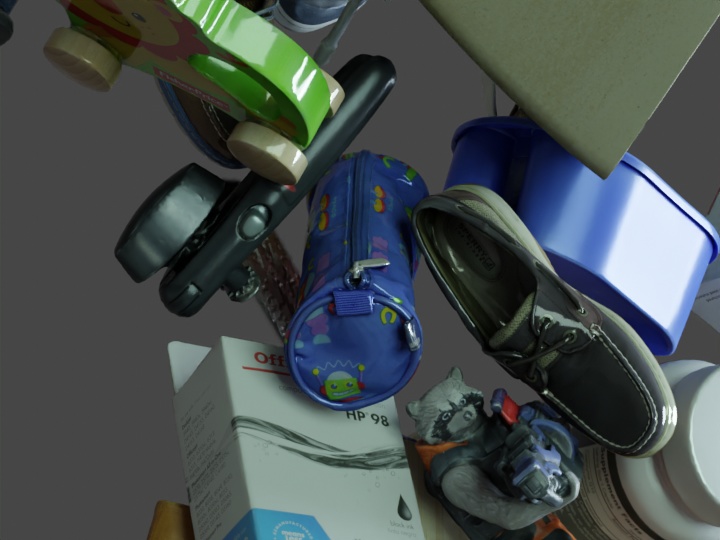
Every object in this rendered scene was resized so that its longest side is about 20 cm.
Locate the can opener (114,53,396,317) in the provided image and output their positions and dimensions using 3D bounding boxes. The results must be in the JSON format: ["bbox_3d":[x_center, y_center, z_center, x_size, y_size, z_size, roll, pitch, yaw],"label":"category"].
[{"bbox_3d":[-0.052,-0.053,1.687,0.200,0.063,0.079,-43,115,-2],"label":"can opener"}]

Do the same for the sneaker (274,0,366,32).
[{"bbox_3d":[0.035,-0.229,1.765,0.202,0.146,0.077,-42,102,-29],"label":"sneaker"}]

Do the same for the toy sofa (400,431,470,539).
[{"bbox_3d":[0.041,0.196,1.707,0.097,0.083,0.201,6,76,-25],"label":"toy sofa"}]

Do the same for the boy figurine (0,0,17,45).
[{"bbox_3d":[-0.215,-0.234,1.667,0.124,0.064,0.201,23,67,-24],"label":"boy figurine"}]

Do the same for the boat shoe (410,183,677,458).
[{"bbox_3d":[0.098,0.031,1.639,0.200,0.072,0.065,51,27,16],"label":"boat shoe"}]

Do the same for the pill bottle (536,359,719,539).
[{"bbox_3d":[0.179,0.116,1.736,0.114,0.200,0.114,7,75,-29],"label":"pill bottle"}]

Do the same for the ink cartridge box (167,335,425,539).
[{"bbox_3d":[-0.038,0.111,1.643,0.116,0.067,0.200,11,48,-29],"label":"ink cartridge box"}]

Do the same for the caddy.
[{"bbox_3d":[0.134,-0.028,1.765,0.200,0.141,0.105,37,65,-43],"label":"caddy"}]

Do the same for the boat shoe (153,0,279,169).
[{"bbox_3d":[-0.089,-0.162,1.718,0.072,0.072,0.201,-15,87,-32],"label":"boat shoe"}]

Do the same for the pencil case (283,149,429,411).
[{"bbox_3d":[0.000,0.000,1.671,0.078,0.200,0.087,5,119,0],"label":"pencil case"}]

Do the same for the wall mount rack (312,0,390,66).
[{"bbox_3d":[-0.036,-0.218,1.664,0.074,0.174,0.200,-23,64,8],"label":"wall mount rack"}]

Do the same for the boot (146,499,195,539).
[{"bbox_3d":[-0.047,0.223,1.656,0.201,0.071,0.144,26,67,-18],"label":"boot"}]

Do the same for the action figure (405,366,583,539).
[{"bbox_3d":[0.087,0.147,1.621,0.104,0.200,0.194,-31,85,9],"label":"action figure"}]

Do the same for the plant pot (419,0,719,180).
[{"bbox_3d":[0.123,-0.202,1.649,0.177,0.200,0.200,31,108,-4],"label":"plant pot"}]

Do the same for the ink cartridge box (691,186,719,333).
[{"bbox_3d":[0.328,0.009,1.916,0.200,0.083,0.147,37,62,-18],"label":"ink cartridge box"}]

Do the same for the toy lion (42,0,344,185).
[{"bbox_3d":[-0.110,-0.142,1.591,0.200,0.192,0.069,27,76,9],"label":"toy lion"}]

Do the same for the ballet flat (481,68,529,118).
[{"bbox_3d":[0.117,-0.151,1.850,0.072,0.068,0.201,16,74,-6],"label":"ballet flat"}]
